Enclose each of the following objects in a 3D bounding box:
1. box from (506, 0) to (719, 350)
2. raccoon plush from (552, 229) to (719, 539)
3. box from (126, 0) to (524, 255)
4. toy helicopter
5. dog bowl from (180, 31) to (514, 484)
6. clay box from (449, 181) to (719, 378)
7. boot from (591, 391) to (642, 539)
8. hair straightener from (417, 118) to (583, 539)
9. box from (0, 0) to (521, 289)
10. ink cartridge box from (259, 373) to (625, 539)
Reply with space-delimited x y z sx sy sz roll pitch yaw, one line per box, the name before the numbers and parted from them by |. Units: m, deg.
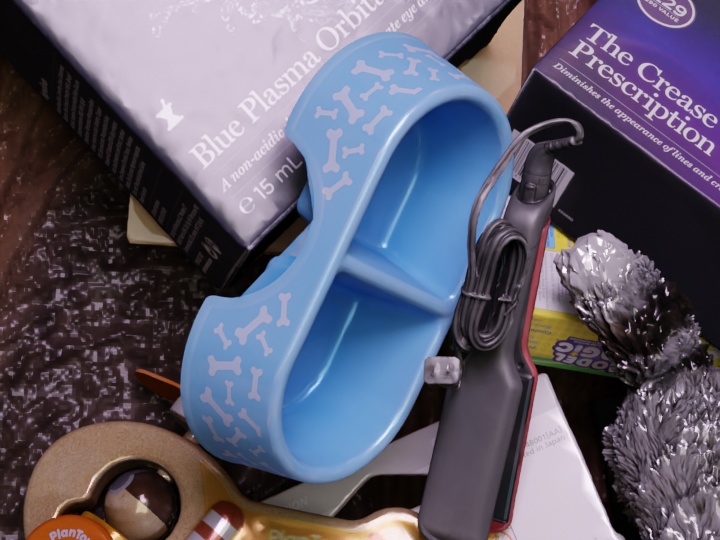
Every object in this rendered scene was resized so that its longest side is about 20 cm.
box | 0.179 -0.049 0.846 0.199 0.079 0.141 37 50 8
raccoon plush | 0.132 0.097 0.772 0.200 0.134 0.097 44 117 -9
box | -0.015 -0.087 0.912 0.198 0.021 0.166 5 81 -10
toy helicopter | -0.057 0.114 0.832 0.198 0.079 0.134 8 67 5
dog bowl | 0.000 0.000 0.766 0.049 0.111 0.202 27 91 39
clay box | 0.142 -0.003 0.878 0.198 0.048 0.116 11 54 -14
boot | 0.137 0.158 0.877 0.163 0.066 0.203 -1 83 -17
hair straightener | 0.060 0.032 0.772 0.041 0.077 0.202 21 109 20
box | -0.057 -0.135 0.841 0.197 0.117 0.200 -44 90 -13
ink cartridge box | 0.036 0.170 0.840 0.198 0.045 0.178 -24 65 4
